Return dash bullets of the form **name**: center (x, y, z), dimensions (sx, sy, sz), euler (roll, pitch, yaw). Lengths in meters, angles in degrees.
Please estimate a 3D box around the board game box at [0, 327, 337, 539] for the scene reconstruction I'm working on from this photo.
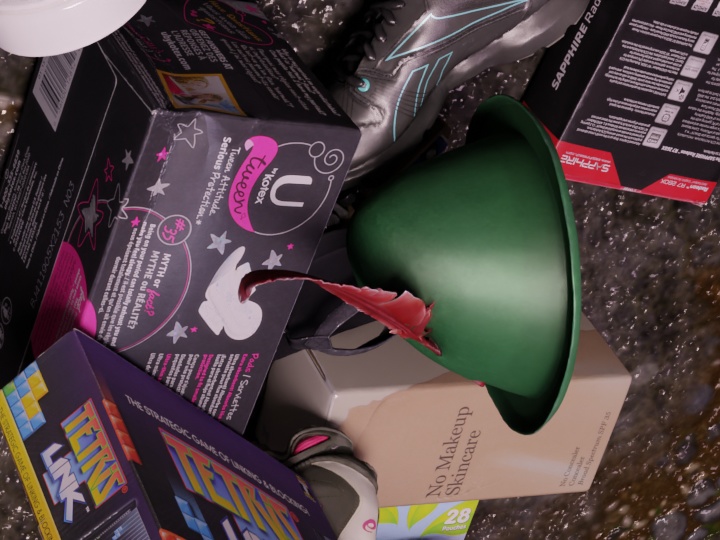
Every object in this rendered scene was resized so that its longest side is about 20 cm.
- **board game box**: center (-0.064, 0.136, 0.860), dimensions (0.057, 0.166, 0.200), euler (-38, 140, 10)

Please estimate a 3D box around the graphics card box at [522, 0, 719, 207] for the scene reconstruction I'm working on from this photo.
- **graphics card box**: center (0.178, -0.138, 1.033), dimensions (0.125, 0.051, 0.201), euler (8, 121, -31)

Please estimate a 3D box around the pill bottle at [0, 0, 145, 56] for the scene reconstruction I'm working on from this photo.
- **pill bottle**: center (-0.155, -0.190, 0.777), dimensions (0.110, 0.111, 0.201), euler (-27, 132, -6)

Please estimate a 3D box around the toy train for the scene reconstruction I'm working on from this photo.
- **toy train**: center (-0.021, -0.019, 1.030), dimensions (0.200, 0.034, 0.046), euler (-46, 135, 11)

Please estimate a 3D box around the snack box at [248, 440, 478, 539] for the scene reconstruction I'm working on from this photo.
- **snack box**: center (-0.047, 0.186, 1.149), dimensions (0.199, 0.068, 0.170), euler (1, 123, -30)

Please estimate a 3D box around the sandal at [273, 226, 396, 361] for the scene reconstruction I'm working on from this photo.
- **sandal**: center (0.015, 0.008, 1.032), dimensions (0.199, 0.043, 0.076), euler (-20, 144, -29)

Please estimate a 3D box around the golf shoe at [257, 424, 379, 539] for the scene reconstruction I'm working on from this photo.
- **golf shoe**: center (-0.074, 0.167, 1.018), dimensions (0.200, 0.088, 0.077), euler (-40, 124, 16)

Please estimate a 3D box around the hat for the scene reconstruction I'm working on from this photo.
- **hat**: center (0.000, 0.000, 0.918), dimensions (0.175, 0.167, 0.201), euler (-7, 143, -15)

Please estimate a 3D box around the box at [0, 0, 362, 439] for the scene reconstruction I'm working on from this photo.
- **box**: center (-0.102, -0.021, 0.920), dimensions (0.114, 0.132, 0.201), euler (4, 123, -34)

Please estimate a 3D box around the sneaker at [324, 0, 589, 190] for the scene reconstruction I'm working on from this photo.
- **sneaker**: center (0.022, -0.118, 0.963), dimensions (0.200, 0.075, 0.079), euler (-39, 124, -8)

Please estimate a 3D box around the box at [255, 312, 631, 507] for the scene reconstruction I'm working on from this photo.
- **box**: center (0.048, 0.079, 1.110), dimensions (0.198, 0.078, 0.096), euler (-3, 126, -26)
